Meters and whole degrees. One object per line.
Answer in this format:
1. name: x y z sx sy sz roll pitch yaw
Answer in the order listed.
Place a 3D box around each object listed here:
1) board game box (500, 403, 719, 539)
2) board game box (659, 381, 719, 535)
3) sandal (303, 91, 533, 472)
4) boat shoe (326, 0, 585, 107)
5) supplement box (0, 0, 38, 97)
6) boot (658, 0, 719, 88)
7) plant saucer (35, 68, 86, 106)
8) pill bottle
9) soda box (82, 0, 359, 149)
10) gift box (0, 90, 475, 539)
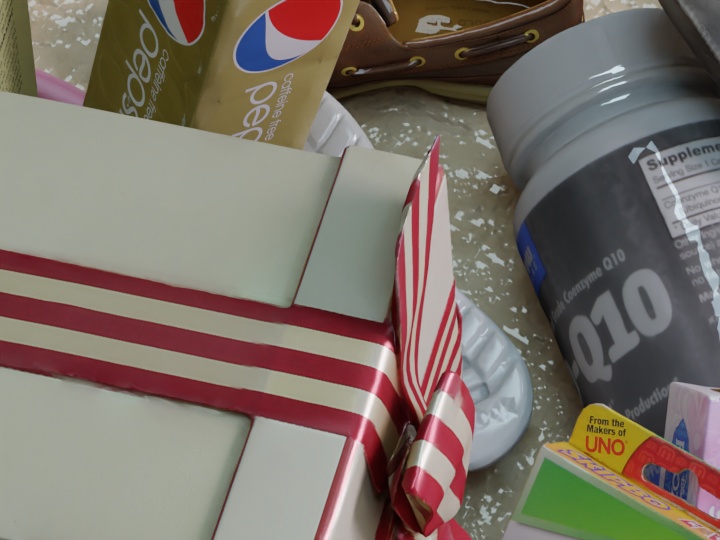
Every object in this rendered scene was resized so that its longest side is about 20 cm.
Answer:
1. board game box: 0.073 0.154 0.817 0.095 0.030 0.201 28 101 29
2. board game box: 0.197 0.149 0.852 0.199 0.041 0.201 5 93 -14
3. sandal: -0.006 0.004 0.973 0.082 0.050 0.203 -35 70 -1
4. boat shoe: -0.001 -0.113 1.016 0.199 0.068 0.072 1 64 -4
5. supplement box: -0.206 -0.028 0.832 0.134 0.200 0.201 13 64 2
6. boot: 0.207 -0.060 0.946 0.200 0.073 0.182 54 32 5
7. plant saucer: -0.169 0.010 0.955 0.199 0.051 0.201 1 64 -3
8. pill bottle: 0.128 0.004 0.945 0.113 0.114 0.201 -16 66 -12
9. soda box: -0.049 -0.095 0.880 0.064 0.200 0.068 -21 66 -26
10. gift box: -0.050 0.046 0.790 0.186 0.185 0.201 13 65 12
